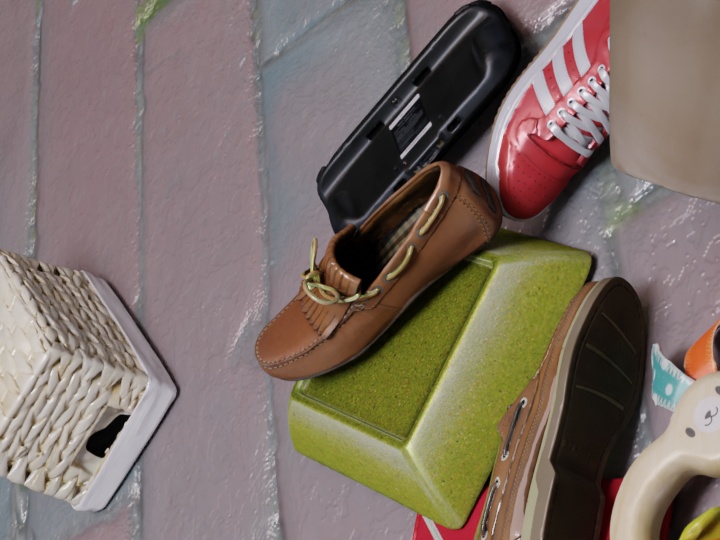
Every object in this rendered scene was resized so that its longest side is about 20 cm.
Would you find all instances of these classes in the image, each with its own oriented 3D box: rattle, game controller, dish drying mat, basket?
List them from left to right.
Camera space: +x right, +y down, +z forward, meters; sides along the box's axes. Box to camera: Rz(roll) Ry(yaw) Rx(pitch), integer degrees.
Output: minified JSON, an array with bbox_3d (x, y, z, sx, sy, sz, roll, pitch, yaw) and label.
[{"bbox_3d":[-0.264,0.084,1.505,0.136,0.123,0.200,-57,39,11],"label":"basket"},{"bbox_3d":[0.041,-0.107,1.321,0.200,0.042,0.104,-49,38,20],"label":"game controller"},{"bbox_3d":[0.105,0.166,1.109,0.200,0.018,0.077,-10,60,47],"label":"dish drying mat"},{"bbox_3d":[0.166,0.095,0.980,0.130,0.143,0.201,-26,54,49],"label":"rattle"}]

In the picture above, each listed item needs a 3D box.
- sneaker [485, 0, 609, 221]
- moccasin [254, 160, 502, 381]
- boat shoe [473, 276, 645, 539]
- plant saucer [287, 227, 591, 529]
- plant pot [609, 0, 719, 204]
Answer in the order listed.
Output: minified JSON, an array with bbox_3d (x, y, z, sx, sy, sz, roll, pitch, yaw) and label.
[{"bbox_3d":[0.162,-0.111,1.159,0.200,0.071,0.112,-60,34,2],"label":"sneaker"},{"bbox_3d":[0.000,0.001,1.187,0.201,0.078,0.074,-36,42,29],"label":"moccasin"},{"bbox_3d":[0.113,0.093,1.082,0.068,0.072,0.200,-8,53,45],"label":"boat shoe"},{"bbox_3d":[0.036,0.049,1.218,0.200,0.048,0.200,19,79,53],"label":"plant saucer"},{"bbox_3d":[0.218,-0.128,1.026,0.200,0.200,0.174,28,107,53],"label":"plant pot"}]
